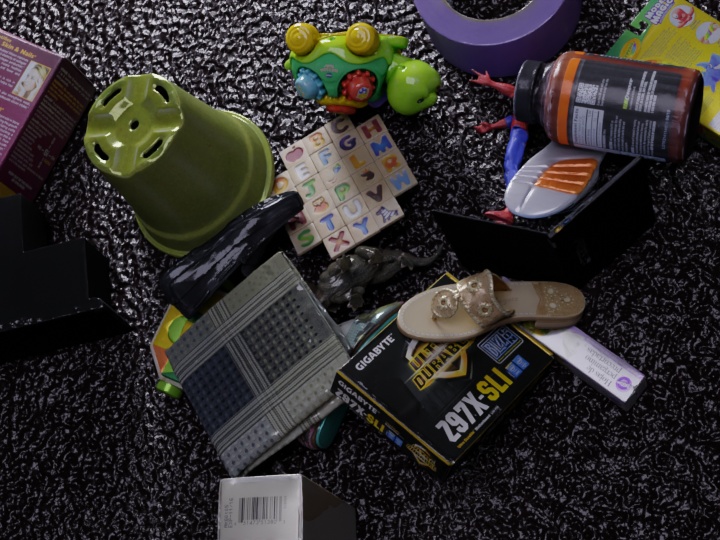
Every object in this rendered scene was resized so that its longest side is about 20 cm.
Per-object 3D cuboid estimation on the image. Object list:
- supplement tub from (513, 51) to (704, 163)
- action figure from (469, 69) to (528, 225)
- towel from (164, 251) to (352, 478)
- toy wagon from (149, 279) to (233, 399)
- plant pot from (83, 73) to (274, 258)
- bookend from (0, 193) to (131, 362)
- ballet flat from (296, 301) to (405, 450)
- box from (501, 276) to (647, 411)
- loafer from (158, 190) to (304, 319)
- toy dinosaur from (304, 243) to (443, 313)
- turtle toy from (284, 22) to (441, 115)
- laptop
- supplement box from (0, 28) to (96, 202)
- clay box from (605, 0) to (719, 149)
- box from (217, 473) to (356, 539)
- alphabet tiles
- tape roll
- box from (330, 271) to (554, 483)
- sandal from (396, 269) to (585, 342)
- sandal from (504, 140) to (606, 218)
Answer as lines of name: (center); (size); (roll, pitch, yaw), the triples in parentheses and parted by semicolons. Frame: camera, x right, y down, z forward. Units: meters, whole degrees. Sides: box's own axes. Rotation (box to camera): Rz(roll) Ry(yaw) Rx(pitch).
supplement tub: (0.275, -0.186, 1.514); (0.199, 0.107, 0.107); (13, 75, 19)
action figure: (0.160, -0.155, 1.598); (0.099, 0.065, 0.201); (16, 76, 7)
towel: (-0.111, 0.107, 1.551); (0.200, 0.035, 0.193); (-40, 62, 12)
toy wagon: (-0.151, 0.096, 1.615); (0.199, 0.040, 0.156); (20, 78, 22)
plant pot: (-0.231, -0.139, 1.633); (0.199, 0.184, 0.201); (-8, 68, 20)
bookend: (-0.402, -0.007, 1.697); (0.198, 0.092, 0.201); (-14, 66, 9)
ballet flat: (-0.022, 0.109, 1.562); (0.071, 0.069, 0.200); (30, 84, 30)
box: (0.227, 0.080, 1.511); (0.200, 0.041, 0.039); (37, 83, 23)
loafer: (-0.145, -0.021, 1.612); (0.200, 0.068, 0.071); (-37, 99, -5)
toy dinosaur: (0.000, 0.000, 1.581); (0.200, 0.102, 0.077); (-35, 104, -16)
turtle toy: (0.001, -0.241, 1.650); (0.199, 0.146, 0.102); (4, 92, 17)
laptop: (0.206, -0.058, 1.486); (0.200, 0.187, 0.116); (-40, 66, 0)
supplement box: (-0.461, -0.195, 1.775); (0.130, 0.103, 0.201); (24, 80, 23)
clay box: (0.393, -0.228, 1.570); (0.200, 0.048, 0.115); (40, 87, 25)
box: (-0.073, 0.275, 1.440); (0.094, 0.200, 0.078); (-6, 69, 13)
alphabet tiles: (-0.026, -0.105, 1.639); (0.166, 0.006, 0.200); (-31, 49, 4)
tape roll: (0.167, -0.344, 1.658); (0.199, 0.085, 0.201); (-5, 70, 14)
box: (0.091, 0.112, 1.474); (0.160, 0.049, 0.200); (40, 53, 15)
sandal: (0.145, 0.024, 1.470); (0.211, 0.070, 0.078); (-3, 48, -10)
sandal: (0.244, -0.113, 1.564); (0.079, 0.059, 0.207); (24, 54, 29)
